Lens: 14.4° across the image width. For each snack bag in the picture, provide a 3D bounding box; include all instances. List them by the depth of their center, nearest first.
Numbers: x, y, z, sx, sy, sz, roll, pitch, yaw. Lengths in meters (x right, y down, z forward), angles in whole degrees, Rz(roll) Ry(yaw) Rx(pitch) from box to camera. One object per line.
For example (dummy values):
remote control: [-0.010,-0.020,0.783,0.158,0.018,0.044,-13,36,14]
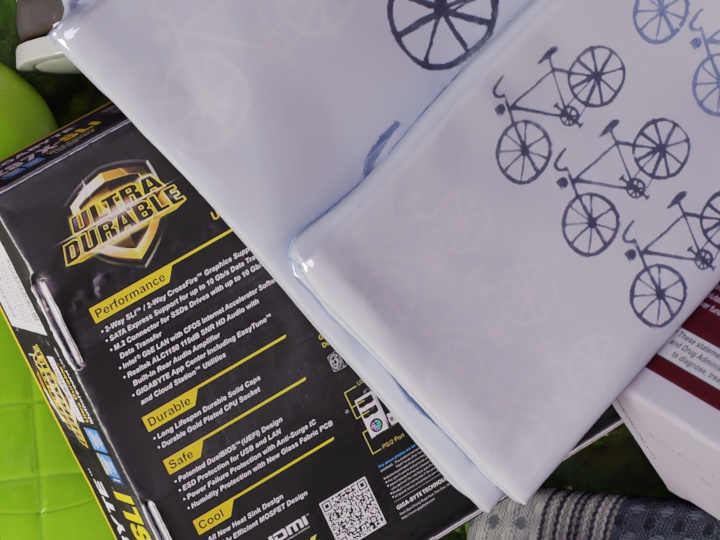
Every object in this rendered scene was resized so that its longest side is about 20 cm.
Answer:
snack bag: [0.038,-0.063,0.829,0.189,0.021,0.200,-46,106,-14]

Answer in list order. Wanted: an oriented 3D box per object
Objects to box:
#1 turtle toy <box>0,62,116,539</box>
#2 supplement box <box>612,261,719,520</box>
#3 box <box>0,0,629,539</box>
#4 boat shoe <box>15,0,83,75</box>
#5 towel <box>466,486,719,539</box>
turtle toy: [-0.117,0.029,0.899,0.146,0.101,0.200,-3,88,-24]
supplement box: [0.181,0.001,0.852,0.200,0.109,0.061,-43,126,-10]
box: [0.000,0.000,0.857,0.200,0.049,0.160,-31,105,-19]
boat shoe: [-0.019,-0.112,0.918,0.201,0.072,0.061,-16,90,-6]
towel: [0.098,0.170,0.865,0.192,0.035,0.200,4,76,36]
